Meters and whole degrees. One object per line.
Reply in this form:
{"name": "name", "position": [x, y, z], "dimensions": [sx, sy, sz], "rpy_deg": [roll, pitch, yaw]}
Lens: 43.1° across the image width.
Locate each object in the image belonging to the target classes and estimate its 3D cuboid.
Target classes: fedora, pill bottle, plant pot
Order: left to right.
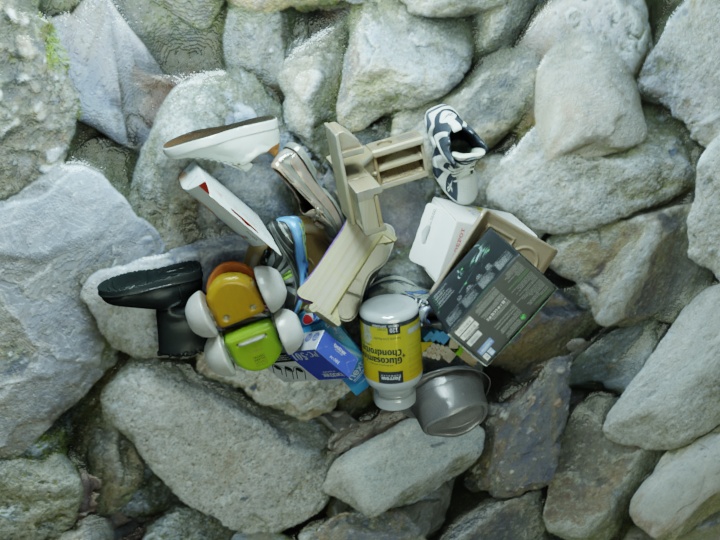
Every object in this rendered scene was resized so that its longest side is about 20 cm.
{"name": "plant pot", "position": [-0.118, -0.003, 1.686], "dimensions": [0.198, 0.028, 0.202], "rpy_deg": [-7, 115, -14]}
{"name": "pill bottle", "position": [0.059, 0.154, 1.697], "dimensions": [0.111, 0.112, 0.202], "rpy_deg": [-10, 112, -13]}
{"name": "fedora", "position": [0.177, 0.277, 1.840], "dimensions": [0.198, 0.091, 0.178], "rpy_deg": [-10, 138, -10]}

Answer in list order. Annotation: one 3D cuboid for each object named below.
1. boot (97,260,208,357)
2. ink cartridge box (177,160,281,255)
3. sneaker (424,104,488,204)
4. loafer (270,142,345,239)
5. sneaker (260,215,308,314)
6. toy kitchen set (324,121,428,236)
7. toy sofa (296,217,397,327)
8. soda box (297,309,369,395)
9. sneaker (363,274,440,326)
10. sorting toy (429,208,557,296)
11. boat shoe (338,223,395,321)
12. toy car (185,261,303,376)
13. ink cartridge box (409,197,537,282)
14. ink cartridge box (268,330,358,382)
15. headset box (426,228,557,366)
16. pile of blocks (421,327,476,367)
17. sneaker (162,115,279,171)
{"name": "boot", "position": [-0.355, 0.079, 1.623], "dimensions": [0.197, 0.073, 0.164], "rpy_deg": [-12, 116, -17]}
{"name": "ink cartridge box", "position": [-0.219, -0.091, 1.514], "dimensions": [0.050, 0.200, 0.162], "rpy_deg": [-45, 118, 6]}
{"name": "sneaker", "position": [0.182, -0.192, 1.637], "dimensions": [0.079, 0.130, 0.201], "rpy_deg": [-18, 118, -8]}
{"name": "loafer", "position": [-0.094, -0.128, 1.601], "dimensions": [0.063, 0.072, 0.201], "rpy_deg": [-45, 123, -24]}
{"name": "sneaker", "position": [-0.136, -0.005, 1.634], "dimensions": [0.082, 0.071, 0.201], "rpy_deg": [0, 117, 4]}
{"name": "toy kitchen set", "position": [0.042, -0.191, 1.552], "dimensions": [0.179, 0.200, 0.164], "rpy_deg": [-17, 118, -9]}
{"name": "toy sofa", "position": [-0.031, -0.005, 1.623], "dimensions": [0.097, 0.083, 0.201], "rpy_deg": [34, 81, -6]}
{"name": "soda box", "position": [-0.043, 0.147, 1.739], "dimensions": [0.064, 0.068, 0.200], "rpy_deg": [-37, 127, 1]}
{"name": "sneaker", "position": [0.105, 0.064, 1.754], "dimensions": [0.198, 0.085, 0.078], "rpy_deg": [8, 111, -20]}
{"name": "sorting toy", "position": [0.240, 0.000, 1.657], "dimensions": [0.199, 0.037, 0.186], "rpy_deg": [25, 105, -30]}
{"name": "boat shoe", "position": [0.000, 0.000, 1.711], "dimensions": [0.066, 0.057, 0.201], "rpy_deg": [26, 92, -13]}
{"name": "toy car", "position": [-0.205, 0.076, 1.604], "dimensions": [0.174, 0.150, 0.201], "rpy_deg": [-21, 116, -1]}
{"name": "ink cartridge box", "position": [0.203, -0.046, 1.712], "dimensions": [0.198, 0.125, 0.129], "rpy_deg": [9, 111, -22]}
{"name": "ink cartridge box", "position": [-0.105, 0.160, 1.676], "dimensions": [0.094, 0.199, 0.044], "rpy_deg": [43, 57, -28]}
{"name": "headset box", "position": [0.212, 0.038, 1.532], "dimensions": [0.093, 0.200, 0.174], "rpy_deg": [39, 97, -16]}
{"name": "pile of blocks", "position": [0.157, 0.141, 1.823], "dimensions": [0.199, 0.062, 0.083], "rpy_deg": [7, 101, -29]}
{"name": "sneaker", "position": [-0.229, -0.199, 1.534], "dimensions": [0.198, 0.073, 0.085], "rpy_deg": [-13, 114, -13]}
